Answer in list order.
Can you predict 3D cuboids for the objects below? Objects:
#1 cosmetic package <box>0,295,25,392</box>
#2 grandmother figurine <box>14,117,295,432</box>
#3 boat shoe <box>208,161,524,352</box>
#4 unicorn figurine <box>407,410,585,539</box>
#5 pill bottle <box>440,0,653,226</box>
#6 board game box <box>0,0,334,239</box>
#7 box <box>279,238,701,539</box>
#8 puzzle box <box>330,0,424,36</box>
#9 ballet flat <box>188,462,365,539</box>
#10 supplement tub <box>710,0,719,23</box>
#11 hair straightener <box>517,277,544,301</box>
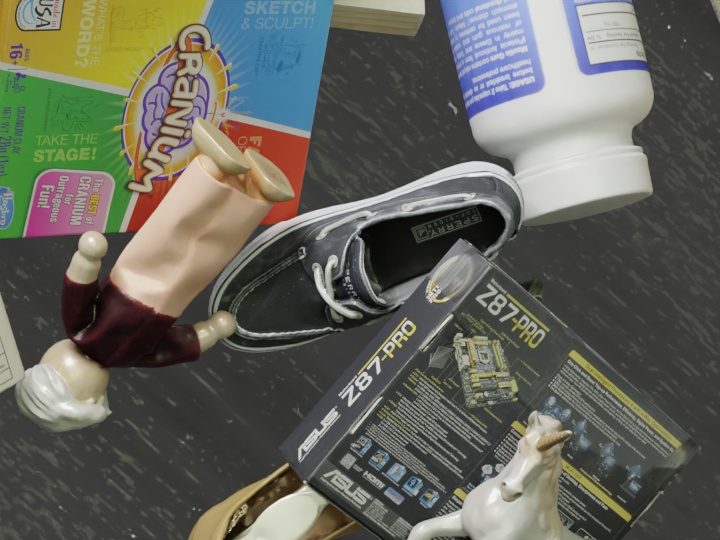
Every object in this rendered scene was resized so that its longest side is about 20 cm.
[{"bbox_3d":[-0.266,-0.013,1.480,0.105,0.071,0.200,-29,111,-44],"label":"cosmetic package"},{"bbox_3d":[-0.121,0.014,1.539,0.121,0.061,0.200,35,104,-29],"label":"grandmother figurine"},{"bbox_3d":[0.000,0.000,1.558,0.200,0.068,0.072,-20,105,13],"label":"boat shoe"},{"bbox_3d":[0.087,0.157,1.515,0.137,0.200,0.074,-45,50,0],"label":"unicorn figurine"},{"bbox_3d":[0.111,-0.132,1.622,0.112,0.112,0.200,-11,85,-15],"label":"pill bottle"},{"bbox_3d":[-0.120,-0.098,1.533,0.200,0.040,0.153,-4,118,-29],"label":"board game box"},{"bbox_3d":[0.076,0.102,1.547,0.200,0.049,0.161,39,94,-32],"label":"box"},{"bbox_3d":[-0.062,-0.209,1.614,0.200,0.025,0.133,6,59,-12],"label":"puzzle box"},{"bbox_3d":[-0.009,0.125,1.578,0.200,0.063,0.069,-36,91,-16],"label":"ballet flat"},{"bbox_3d":[0.278,-0.195,1.654,0.145,0.145,0.200,-21,87,-16],"label":"supplement tub"},{"bbox_3d":[0.085,0.038,1.606,0.200,0.077,0.041,50,51,-1],"label":"hair straightener"}]
